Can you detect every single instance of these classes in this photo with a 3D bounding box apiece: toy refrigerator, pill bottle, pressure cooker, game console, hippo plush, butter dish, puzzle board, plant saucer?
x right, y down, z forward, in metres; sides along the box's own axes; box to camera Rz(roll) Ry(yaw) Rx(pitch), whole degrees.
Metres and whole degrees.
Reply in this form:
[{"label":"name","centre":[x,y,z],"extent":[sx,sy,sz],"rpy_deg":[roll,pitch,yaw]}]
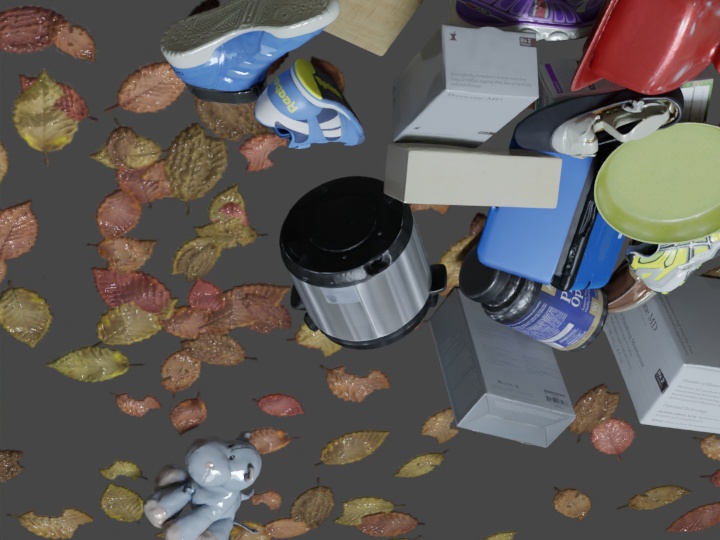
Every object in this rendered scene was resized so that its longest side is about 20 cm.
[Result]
[{"label":"toy refrigerator","centre":[0.135,-0.112,1.512],"extent":[0.200,0.076,0.070],"rpy_deg":[0,102,-20]},{"label":"pill bottle","centre":[0.236,0.032,1.723],"extent":[0.200,0.112,0.112],"rpy_deg":[24,125,-32]},{"label":"pressure cooker","centre":[-0.001,0.002,1.591],"extent":[0.179,0.176,0.200],"rpy_deg":[-43,141,-17]},{"label":"game console","centre":[0.267,-0.085,1.631],"extent":[0.171,0.118,0.200],"rpy_deg":[-3,115,-51]},{"label":"hippo plush","centre":[-0.213,0.338,1.895],"extent":[0.200,0.159,0.161],"rpy_deg":[17,129,-26]},{"label":"butter dish","centre":[0.356,-0.270,1.380],"extent":[0.199,0.148,0.200],"rpy_deg":[-31,152,-44]},{"label":"puzzle board","centre":[-0.019,-0.332,1.376],"extent":[0.200,0.017,0.151],"rpy_deg":[20,128,-28]},{"label":"plant saucer","centre":[0.387,-0.113,1.540],"extent":[0.200,0.031,0.200],"rpy_deg":[2,137,2]}]

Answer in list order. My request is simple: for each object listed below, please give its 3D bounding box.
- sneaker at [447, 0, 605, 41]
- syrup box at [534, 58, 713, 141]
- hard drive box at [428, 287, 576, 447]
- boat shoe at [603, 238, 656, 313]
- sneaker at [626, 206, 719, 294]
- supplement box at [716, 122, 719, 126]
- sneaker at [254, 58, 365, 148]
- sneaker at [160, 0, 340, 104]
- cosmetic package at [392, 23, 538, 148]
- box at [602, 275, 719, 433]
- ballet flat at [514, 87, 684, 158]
[{"label":"sneaker","centre":[0.196,-0.301,1.413],"extent":[0.200,0.081,0.083],"rpy_deg":[-5,106,-22]},{"label":"syrup box","centre":[0.316,-0.211,1.522],"extent":[0.200,0.081,0.079],"rpy_deg":[-6,132,-4]},{"label":"hard drive box","centre":[0.196,0.135,1.755],"extent":[0.156,0.200,0.077],"rpy_deg":[17,129,-26]},{"label":"boat shoe","centre":[0.400,-0.023,1.740],"extent":[0.072,0.076,0.200],"rpy_deg":[33,111,-32]},{"label":"sneaker","centre":[0.432,-0.052,1.626],"extent":[0.076,0.075,0.200],"rpy_deg":[35,117,-17]},{"label":"supplement box","centre":[0.491,-0.154,1.628],"extent":[0.067,0.069,0.200],"rpy_deg":[15,132,-22]},{"label":"sneaker","centre":[-0.057,-0.180,1.437],"extent":[0.082,0.074,0.200],"rpy_deg":[-36,159,12]},{"label":"sneaker","centre":[-0.110,-0.247,1.388],"extent":[0.200,0.077,0.111],"rpy_deg":[-18,148,6]},{"label":"cosmetic package","centre":[0.114,-0.205,1.417],"extent":[0.113,0.081,0.200],"rpy_deg":[2,170,-13]},{"label":"box","centre":[0.484,0.117,1.800],"extent":[0.200,0.199,0.131],"rpy_deg":[9,131,-20]},{"label":"ballet flat","centre":[0.281,-0.170,1.450],"extent":[0.200,0.073,0.073],"rpy_deg":[-15,135,3]}]
